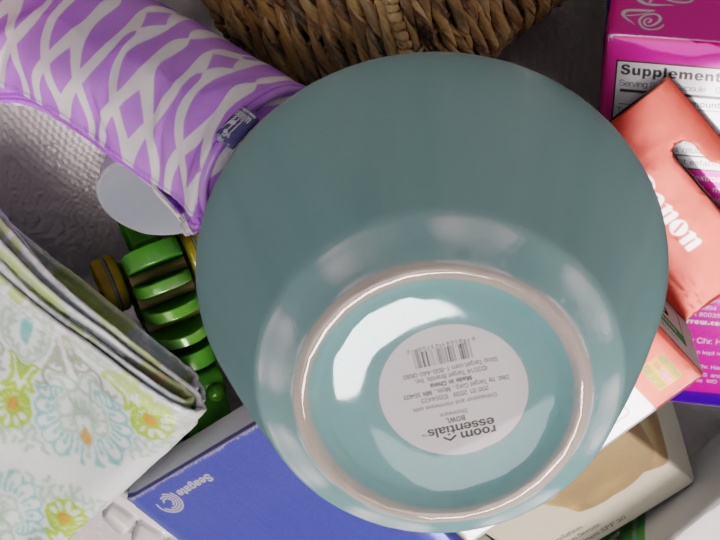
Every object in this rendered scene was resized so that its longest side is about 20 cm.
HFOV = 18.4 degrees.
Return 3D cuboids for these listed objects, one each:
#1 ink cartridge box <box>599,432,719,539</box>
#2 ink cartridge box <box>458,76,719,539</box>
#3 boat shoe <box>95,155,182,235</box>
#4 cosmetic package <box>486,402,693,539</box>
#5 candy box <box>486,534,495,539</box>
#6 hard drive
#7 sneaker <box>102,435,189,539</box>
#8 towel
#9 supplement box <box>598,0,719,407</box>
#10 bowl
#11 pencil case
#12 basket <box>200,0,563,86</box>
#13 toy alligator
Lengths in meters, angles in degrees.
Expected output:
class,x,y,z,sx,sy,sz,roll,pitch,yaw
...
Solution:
class,x,y,z,sx,sy,sz,roll,pitch,yaw
ink cartridge box,0.233,0.144,1.129,0.147,0.083,0.200,44,110,-7
ink cartridge box,0.089,0.020,0.970,0.200,0.050,0.109,-38,113,18
boat shoe,-0.031,-0.065,1.063,0.199,0.068,0.074,-11,133,29
cosmetic package,0.066,0.063,1.101,0.105,0.071,0.200,-35,133,24
candy box,0.027,0.199,1.251,0.136,0.061,0.200,12,129,3
hard drive,-0.006,0.147,1.153,0.200,0.025,0.132,41,131,-20
sneaker,-0.143,0.077,1.201,0.200,0.078,0.091,29,109,-16
towel,-0.196,0.069,1.119,0.171,0.048,0.200,41,120,-13
supplement box,0.158,-0.045,1.028,0.103,0.101,0.200,6,126,5
bowl,0.030,0.024,0.887,0.200,0.105,0.201,0,116,0
pencil case,-0.096,-0.076,1.001,0.086,0.200,0.084,-53,139,-4
basket,0.001,-0.187,0.977,0.142,0.149,0.200,14,136,42
toy alligator,-0.089,0.044,1.139,0.059,0.054,0.201,-21,107,-11
